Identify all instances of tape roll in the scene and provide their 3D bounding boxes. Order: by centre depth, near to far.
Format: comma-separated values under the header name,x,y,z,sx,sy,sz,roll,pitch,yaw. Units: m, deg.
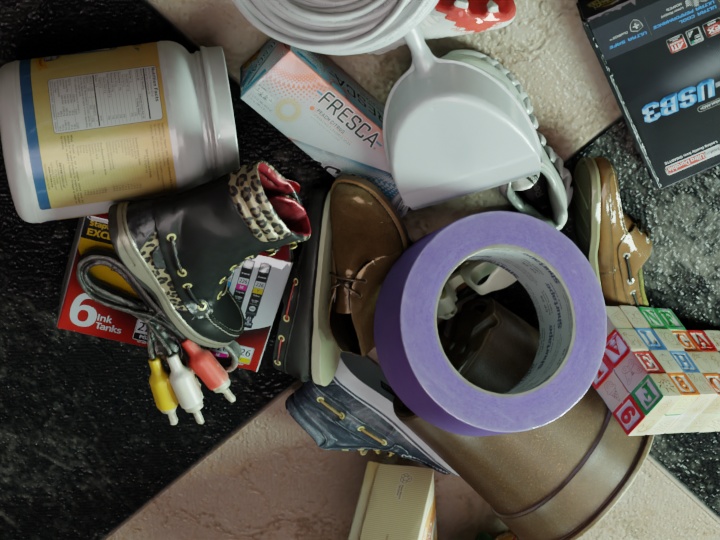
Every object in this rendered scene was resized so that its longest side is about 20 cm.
name,x,y,z,sx,sy,sz,roll,pitch,yaw
tape roll,0.118,0.050,1.657,0.200,0.085,0.200,2,83,-16

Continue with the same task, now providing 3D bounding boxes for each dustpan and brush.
name,x,y,z,sx,sy,sz,roll,pitch,yaw
dustpan and brush,0.067,-0.157,1.603,0.139,0.057,0.200,-16,132,17

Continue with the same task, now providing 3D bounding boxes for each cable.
name,x,y,z,sx,sy,sz,roll,pitch,yaw
cable,-0.020,-0.280,1.526,0.200,0.069,0.200,-11,89,7
cable,-0.183,0.057,1.684,0.097,0.050,0.200,-23,123,15

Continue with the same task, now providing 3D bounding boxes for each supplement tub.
name,x,y,z,sx,sy,sz,roll,pitch,yaw
supplement tub,-0.213,-0.125,1.608,0.200,0.145,0.145,-8,122,-6

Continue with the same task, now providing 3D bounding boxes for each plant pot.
name,x,y,z,sx,sy,sz,roll,pitch,yaw
plant pot,0.152,0.141,1.790,0.198,0.200,0.200,39,112,-15

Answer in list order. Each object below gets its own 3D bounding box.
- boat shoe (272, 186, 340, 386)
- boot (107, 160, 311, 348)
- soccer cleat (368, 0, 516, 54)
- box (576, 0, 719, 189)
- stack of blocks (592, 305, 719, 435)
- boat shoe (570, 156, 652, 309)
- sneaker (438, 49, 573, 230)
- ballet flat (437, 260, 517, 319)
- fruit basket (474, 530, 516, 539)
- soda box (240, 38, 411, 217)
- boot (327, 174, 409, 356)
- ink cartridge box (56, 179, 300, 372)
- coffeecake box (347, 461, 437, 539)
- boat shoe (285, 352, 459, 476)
name,x,y,z,sx,sy,sz,roll,pitch,yaw
boat shoe,-0.050,0.012,1.752,0.063,0.074,0.202,14,113,20
boot,-0.114,-0.014,1.606,0.150,0.073,0.200,-21,135,16
soccer cleat,0.037,-0.229,1.617,0.200,0.069,0.085,1,141,-10
box,0.326,-0.197,1.665,0.200,0.050,0.199,-22,120,11
stack of blocks,0.310,0.098,1.782,0.200,0.115,0.059,3,134,-44
boat shoe,0.245,-0.032,1.755,0.068,0.072,0.200,-9,132,-3
sneaker,0.135,-0.118,1.676,0.075,0.081,0.200,-33,111,17
ballet flat,0.096,0.004,1.760,0.200,0.068,0.068,-27,121,13
fruit basket,0.164,0.299,1.893,0.094,0.185,0.200,36,114,2
soda box,-0.019,-0.134,1.670,0.200,0.064,0.068,39,112,-24
boot,0.000,0.000,1.697,0.073,0.075,0.200,16,138,26
ink cartridge box,-0.171,-0.015,1.720,0.200,0.084,0.176,13,120,-11
coffeecake box,0.032,0.320,1.871,0.073,0.154,0.200,6,138,10
boat shoe,0.020,0.162,1.859,0.200,0.071,0.091,39,115,-18
